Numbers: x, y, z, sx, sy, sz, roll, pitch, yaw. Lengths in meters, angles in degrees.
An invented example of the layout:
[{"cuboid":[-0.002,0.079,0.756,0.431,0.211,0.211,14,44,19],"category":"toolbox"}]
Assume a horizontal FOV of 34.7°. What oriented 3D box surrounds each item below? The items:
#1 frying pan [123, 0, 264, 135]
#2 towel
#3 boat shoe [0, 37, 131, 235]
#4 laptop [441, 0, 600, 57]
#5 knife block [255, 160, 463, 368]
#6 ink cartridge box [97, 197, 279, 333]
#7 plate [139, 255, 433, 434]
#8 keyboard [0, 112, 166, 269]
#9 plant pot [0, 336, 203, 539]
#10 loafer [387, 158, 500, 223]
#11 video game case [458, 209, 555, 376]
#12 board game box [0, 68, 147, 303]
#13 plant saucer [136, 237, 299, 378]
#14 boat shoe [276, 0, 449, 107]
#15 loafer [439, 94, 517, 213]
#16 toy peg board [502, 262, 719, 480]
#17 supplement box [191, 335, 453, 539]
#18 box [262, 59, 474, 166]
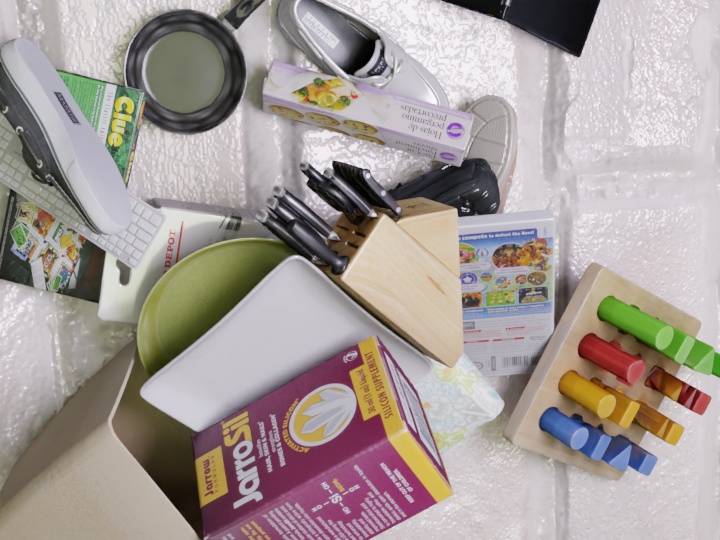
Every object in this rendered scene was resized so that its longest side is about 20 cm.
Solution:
[{"cuboid":[-0.150,-0.220,1.073,0.114,0.031,0.191,20,94,-15],"category":"frying pan"},{"cuboid":[0.015,0.126,1.149,0.200,0.048,0.171,-37,106,18],"category":"towel"},{"cuboid":[-0.266,-0.109,1.006,0.056,0.069,0.201,-35,77,16],"category":"boat shoe"},{"cuboid":[0.152,-0.337,1.140,0.199,0.116,0.188,20,96,11],"category":"laptop"},{"cuboid":[0.000,0.000,1.011,0.175,0.064,0.201,-13,108,-26],"category":"knife block"},{"cuboid":[-0.145,-0.003,1.100,0.199,0.068,0.117,8,100,-17],"category":"ink cartridge box"},{"cuboid":[-0.067,0.091,1.056,0.200,0.032,0.199,-40,126,15],"category":"plate"},{"cuboid":[-0.268,-0.077,1.037,0.199,0.011,0.056,33,101,8],"category":"keyboard"},{"cuboid":[-0.226,0.216,1.065,0.177,0.200,0.200,-32,108,9],"category":"plant pot"},{"cuboid":[0.043,-0.049,1.129,0.200,0.071,0.068,-25,126,18],"category":"loafer"},{"cuboid":[0.120,0.029,1.139,0.142,0.018,0.201,-5,130,3],"category":"video game case"},{"cuboid":[-0.268,-0.079,1.063,0.104,0.023,0.201,15,98,2],"category":"board game box"},{"cuboid":[-0.106,0.050,1.065,0.199,0.031,0.201,-6,122,-10],"category":"plant saucer"},{"cuboid":[0.006,-0.195,1.101,0.199,0.065,0.074,30,92,-18],"category":"boat shoe"},{"cuboid":[0.116,-0.076,1.165,0.072,0.063,0.201,17,98,25],"category":"loafer"},{"cuboid":[0.280,0.125,1.186,0.199,0.098,0.200,24,94,-40],"category":"toy peg board"},{"cuboid":[-0.037,0.171,1.021,0.199,0.131,0.103,-30,128,7],"category":"supplement box"},{"cuboid":[0.006,-0.148,1.086,0.199,0.041,0.039,16,71,2],"category":"box"}]
